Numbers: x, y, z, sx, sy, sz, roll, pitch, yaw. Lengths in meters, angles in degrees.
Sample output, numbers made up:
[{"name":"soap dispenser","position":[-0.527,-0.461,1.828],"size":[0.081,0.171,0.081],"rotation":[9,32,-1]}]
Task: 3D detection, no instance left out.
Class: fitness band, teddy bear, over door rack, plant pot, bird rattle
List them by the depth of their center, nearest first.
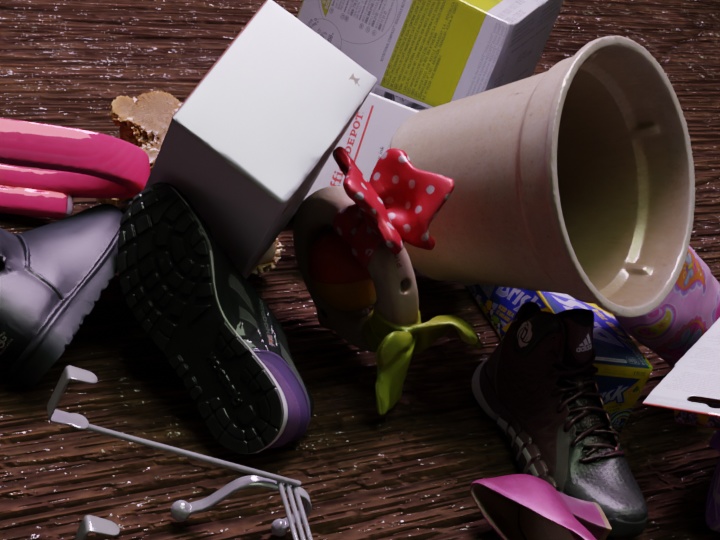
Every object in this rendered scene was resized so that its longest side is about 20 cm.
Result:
[{"name":"over door rack","position":[-0.101,0.157,1.001],"size":[0.199,0.067,0.148],"rotation":[31,20,-31]},{"name":"fitness band","position":[-0.253,-0.074,1.257],"size":[0.198,0.038,0.143],"rotation":[6,-12,-19]},{"name":"bird rattle","position":[0.000,0.000,1.261],"size":[0.112,0.202,0.162],"rotation":[-38,31,-27]},{"name":"plant pot","position":[0.124,-0.064,1.294],"size":[0.182,0.203,0.199],"rotation":[-3,8,40]},{"name":"teddy bear","position":[-0.142,-0.060,1.393],"size":[0.200,0.067,0.144],"rotation":[41,45,23]}]

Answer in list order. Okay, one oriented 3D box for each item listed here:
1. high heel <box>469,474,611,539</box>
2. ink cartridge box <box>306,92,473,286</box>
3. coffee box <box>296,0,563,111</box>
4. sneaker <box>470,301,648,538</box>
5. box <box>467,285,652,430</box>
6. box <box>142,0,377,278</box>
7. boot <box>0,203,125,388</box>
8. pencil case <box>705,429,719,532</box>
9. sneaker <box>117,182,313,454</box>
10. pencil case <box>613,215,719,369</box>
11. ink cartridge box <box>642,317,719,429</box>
[{"name":"high heel","position":[0.135,0.198,1.115],"size":[0.095,0.068,0.201],"rotation":[15,26,-18]},{"name":"ink cartridge box","position":[0.023,-0.075,1.423],"size":[0.198,0.116,0.068],"rotation":[20,-6,-8]},{"name":"coffee box","position":[0.053,-0.208,1.638],"size":[0.196,0.202,0.200],"rotation":[28,27,12]},{"name":"sneaker","position":[0.156,0.096,1.264],"size":[0.075,0.116,0.200],"rotation":[0,34,-36]},{"name":"box","position":[0.160,0.044,1.417],"size":[0.069,0.065,0.201],"rotation":[7,32,-26]},{"name":"box","position":[-0.083,-0.079,1.240],"size":[0.097,0.200,0.125],"rotation":[36,62,-1]},{"name":"boot","position":[-0.250,-0.030,1.181],"size":[0.168,0.076,0.201],"rotation":[42,31,-12]},{"name":"pencil case","position":[0.357,0.183,1.288],"size":[0.198,0.084,0.086],"rotation":[21,47,-4]},{"name":"sneaker","position":[-0.100,0.034,1.195],"size":[0.202,0.075,0.087],"rotation":[63,20,11]},{"name":"pencil case","position":[0.256,0.031,1.399],"size":[0.087,0.088,0.200],"rotation":[46,6,39]},{"name":"ink cartridge box","position":[0.296,0.088,1.287],"size":[0.108,0.051,0.200],"rotation":[8,23,30]}]
